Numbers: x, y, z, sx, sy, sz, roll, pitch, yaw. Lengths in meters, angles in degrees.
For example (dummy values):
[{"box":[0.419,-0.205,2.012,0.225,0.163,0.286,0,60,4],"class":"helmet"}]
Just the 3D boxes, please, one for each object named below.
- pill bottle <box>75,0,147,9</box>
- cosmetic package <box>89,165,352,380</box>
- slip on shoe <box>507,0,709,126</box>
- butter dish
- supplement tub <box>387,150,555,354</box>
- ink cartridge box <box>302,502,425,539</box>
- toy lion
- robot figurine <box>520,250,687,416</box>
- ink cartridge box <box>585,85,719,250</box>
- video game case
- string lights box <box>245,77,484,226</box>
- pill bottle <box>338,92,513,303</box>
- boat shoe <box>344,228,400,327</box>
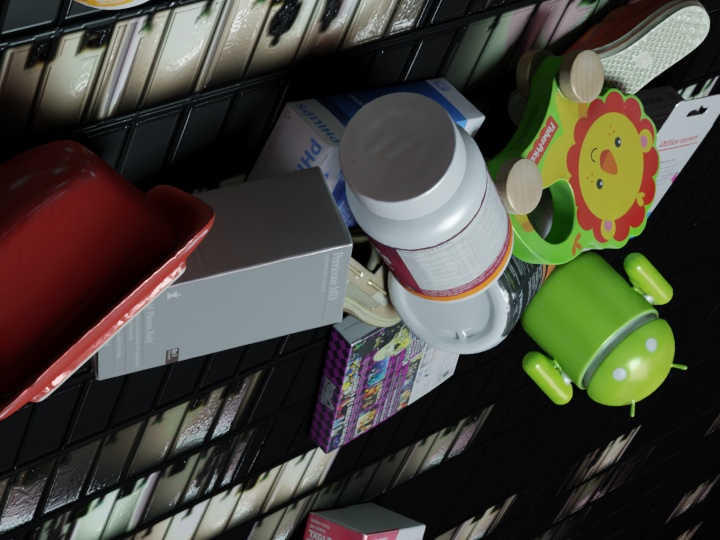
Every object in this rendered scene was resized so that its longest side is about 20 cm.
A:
[{"box":[-0.172,-0.215,1.005,0.116,0.116,0.200,-49,156,11],"class":"pill bottle"},{"box":[-0.112,0.002,1.437,0.199,0.090,0.107,-12,146,-13],"class":"cosmetic package"},{"box":[0.221,-0.192,1.753,0.200,0.061,0.074,-33,129,2],"class":"slip on shoe"},{"box":[-0.218,-0.021,1.243,0.199,0.148,0.200,-43,-162,-6],"class":"butter dish"},{"box":[0.116,-0.024,1.741,0.200,0.122,0.123,-50,169,-49],"class":"supplement tub"},{"box":[-0.015,0.378,2.209,0.145,0.084,0.201,4,103,-60],"class":"ink cartridge box"},{"box":[0.188,-0.085,1.686,0.192,0.069,0.200,50,59,-35],"class":"toy lion"},{"box":[0.251,0.060,2.048,0.175,0.200,0.116,-44,158,1],"class":"robot figurine"},{"box":[0.278,-0.119,1.958,0.115,0.068,0.200,-14,143,-50],"class":"ink cartridge box"},{"box":[0.037,0.081,1.945,0.181,0.036,0.200,-31,154,-28],"class":"video game case"},{"box":[0.003,-0.092,1.570,0.200,0.059,0.103,-15,143,-49],"class":"string lights box"},{"box":[0.051,-0.056,1.496,0.110,0.110,0.200,-42,155,-3],"class":"pill bottle"},{"box":[0.000,0.000,1.710,0.065,0.072,0.200,-49,151,15],"class":"boat shoe"}]
